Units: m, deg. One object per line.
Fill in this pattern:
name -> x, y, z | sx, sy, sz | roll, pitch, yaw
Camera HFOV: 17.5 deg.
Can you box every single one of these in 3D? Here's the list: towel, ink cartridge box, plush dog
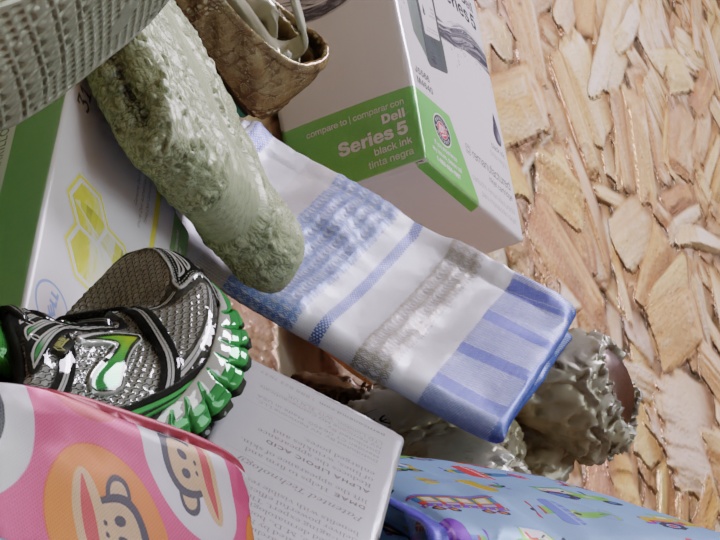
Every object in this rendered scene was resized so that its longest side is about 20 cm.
towel -> -0.092, -0.093, 1.013 | 0.148, 0.036, 0.200 | 50, 11, -55
ink cartridge box -> 0.012, -0.114, 1.321 | 0.145, 0.084, 0.200 | 34, 41, -59
plush dog -> 0.044, 0.134, 1.151 | 0.200, 0.160, 0.172 | -48, 136, -52
ink cartridge box -> -0.137, -0.027, 0.901 | 0.146, 0.048, 0.200 | -86, 153, -46
towel -> 0.000, 0.000, 1.088 | 0.200, 0.024, 0.147 | 30, 27, 8

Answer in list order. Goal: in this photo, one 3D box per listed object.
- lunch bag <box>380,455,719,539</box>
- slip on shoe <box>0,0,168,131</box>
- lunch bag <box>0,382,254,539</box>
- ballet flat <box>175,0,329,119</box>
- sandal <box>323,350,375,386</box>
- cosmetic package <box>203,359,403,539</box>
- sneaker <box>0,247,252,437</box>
lunch bag -> 0.060, 0.116, 0.917 | 0.150, 0.200, 0.094 | 9, 79, -23
slip on shoe -> -0.114, -0.099, 0.801 | 0.061, 0.074, 0.200 | 37, 27, 2
lunch bag -> -0.136, 0.089, 0.571 | 0.176, 0.200, 0.082 | 31, 42, -57
ballet flat -> -0.076, -0.155, 1.146 | 0.200, 0.065, 0.071 | 51, 17, -46
sandal -> 0.028, 0.078, 1.245 | 0.207, 0.059, 0.079 | 35, 19, -27
cosmetic package -> -0.045, 0.118, 0.778 | 0.074, 0.102, 0.200 | 26, 23, -4
sneaker -> -0.098, 0.037, 0.773 | 0.085, 0.078, 0.200 | 59, 25, -14
